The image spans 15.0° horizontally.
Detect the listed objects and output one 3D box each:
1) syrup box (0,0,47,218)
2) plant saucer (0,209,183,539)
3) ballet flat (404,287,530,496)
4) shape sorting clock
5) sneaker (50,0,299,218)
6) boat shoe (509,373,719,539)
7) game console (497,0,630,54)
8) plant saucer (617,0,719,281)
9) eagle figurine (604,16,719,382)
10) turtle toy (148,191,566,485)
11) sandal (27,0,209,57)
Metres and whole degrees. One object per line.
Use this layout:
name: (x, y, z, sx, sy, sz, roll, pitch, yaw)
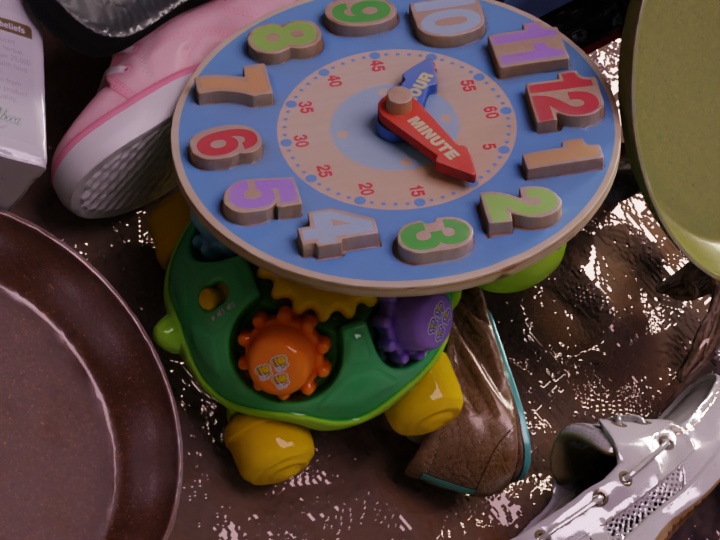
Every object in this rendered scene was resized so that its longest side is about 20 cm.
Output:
syrup box: (-0.193, -0.118, 1.221, 0.081, 0.079, 0.201, 15, 53, -29)
plant saucer: (-0.168, 0.065, 1.139, 0.199, 0.034, 0.201, 17, 56, -27)
ballet flat: (0.030, 0.016, 1.319, 0.072, 0.068, 0.201, -1, 64, -15)
shape sorting clock: (0.016, -0.063, 1.201, 0.199, 0.039, 0.201, 2, 43, -2)
sneaker: (-0.099, -0.104, 1.292, 0.105, 0.075, 0.200, 42, 48, 11)
boat shoe: (0.124, 0.099, 1.317, 0.069, 0.071, 0.200, 48, 45, -2)
game console: (0.104, -0.189, 1.336, 0.119, 0.172, 0.200, 58, 28, -14)
plant saucer: (0.181, -0.093, 1.269, 0.199, 0.031, 0.201, -8, 102, -42)
eagle figurine: (0.159, -0.062, 1.374, 0.200, 0.150, 0.152, 40, 46, -40)
turtle toy: (0.000, 0.000, 1.237, 0.199, 0.101, 0.146, -17, 70, -17)
sandal: (-0.079, -0.159, 1.255, 0.075, 0.048, 0.201, 43, 39, -3)
